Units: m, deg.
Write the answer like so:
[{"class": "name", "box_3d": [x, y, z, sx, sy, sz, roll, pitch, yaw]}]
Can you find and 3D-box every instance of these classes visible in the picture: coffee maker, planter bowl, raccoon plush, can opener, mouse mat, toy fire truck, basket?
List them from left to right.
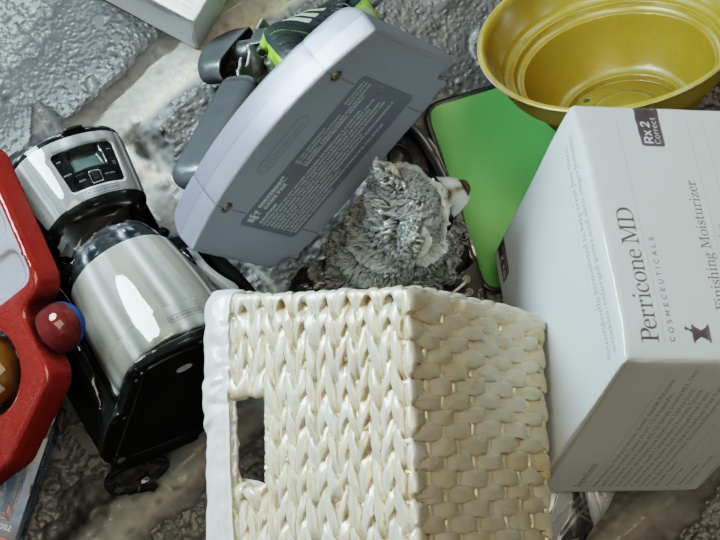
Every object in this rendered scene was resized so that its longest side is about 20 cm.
[{"class": "toy fire truck", "box_3d": [-0.265, 0.039, 1.093, 0.168, 0.112, 0.201, -36, 70, 27]}, {"class": "coffee maker", "box_3d": [-0.187, 0.029, 1.154, 0.192, 0.134, 0.201, -49, 62, 27]}, {"class": "can opener", "box_3d": [-0.104, -0.116, 1.205, 0.066, 0.054, 0.201, -2, 41, 23]}, {"class": "raccoon plush", "box_3d": [0.000, 0.000, 1.147, 0.097, 0.134, 0.200, 45, 101, 12]}, {"class": "basket", "box_3d": [0.014, 0.113, 1.057, 0.160, 0.199, 0.200, -8, 78, 33]}, {"class": "mouse mat", "box_3d": [0.164, -0.083, 1.270, 0.198, 0.008, 0.162, -16, 79, -7]}, {"class": "planter bowl", "box_3d": [0.190, -0.146, 1.189, 0.198, 0.084, 0.201, -9, 40, 8]}]

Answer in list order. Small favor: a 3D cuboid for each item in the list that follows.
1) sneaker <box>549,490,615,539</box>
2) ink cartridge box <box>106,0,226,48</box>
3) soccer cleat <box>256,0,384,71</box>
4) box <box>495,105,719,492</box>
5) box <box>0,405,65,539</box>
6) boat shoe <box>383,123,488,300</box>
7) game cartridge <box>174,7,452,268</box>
[{"class": "sneaker", "box_3d": [0.106, 0.190, 1.176, 0.114, 0.075, 0.201, 27, 73, 4]}, {"class": "ink cartridge box", "box_3d": [-0.130, -0.294, 1.270, 0.116, 0.068, 0.201, 27, 78, 3]}, {"class": "soccer cleat", "box_3d": [-0.025, -0.169, 1.184, 0.081, 0.200, 0.068, -34, 102, 12]}, {"class": "box", "box_3d": [0.191, 0.024, 1.118, 0.129, 0.200, 0.200, 1, 59, -13]}, {"class": "box", "box_3d": [-0.332, 0.136, 1.182, 0.198, 0.040, 0.138, 17, 76, 1]}, {"class": "boat shoe", "box_3d": [0.051, -0.020, 1.225, 0.066, 0.057, 0.202, -17, 79, -6]}, {"class": "game cartridge", "box_3d": [-0.036, -0.088, 1.103, 0.200, 0.133, 0.041, -48, 64, 17]}]
